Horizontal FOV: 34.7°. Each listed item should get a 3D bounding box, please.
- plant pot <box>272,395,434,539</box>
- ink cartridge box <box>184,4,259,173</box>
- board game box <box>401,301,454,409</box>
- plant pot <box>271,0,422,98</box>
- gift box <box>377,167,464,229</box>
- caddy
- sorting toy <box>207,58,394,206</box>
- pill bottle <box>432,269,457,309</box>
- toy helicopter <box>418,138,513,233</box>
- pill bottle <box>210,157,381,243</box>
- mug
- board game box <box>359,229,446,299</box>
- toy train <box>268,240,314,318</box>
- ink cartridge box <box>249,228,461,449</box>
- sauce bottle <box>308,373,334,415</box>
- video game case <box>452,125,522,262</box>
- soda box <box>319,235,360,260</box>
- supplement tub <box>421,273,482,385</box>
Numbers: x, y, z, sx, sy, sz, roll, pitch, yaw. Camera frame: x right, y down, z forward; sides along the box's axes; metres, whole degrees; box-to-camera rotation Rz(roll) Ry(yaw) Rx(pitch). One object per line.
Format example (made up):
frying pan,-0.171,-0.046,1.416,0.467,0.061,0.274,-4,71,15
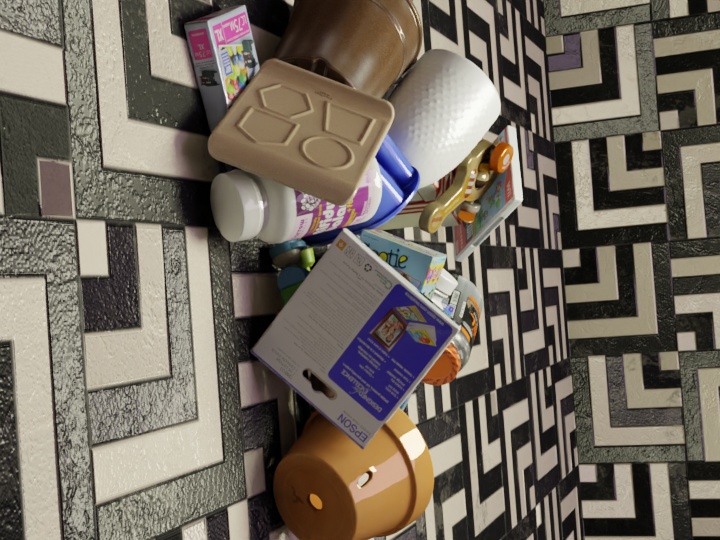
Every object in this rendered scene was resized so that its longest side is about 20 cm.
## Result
plant pot,-0.021,0.277,1.520,0.140,0.198,0.202,-28,113,-51
ink cartridge box,-0.158,-0.222,1.448,0.119,0.041,0.202,-50,134,-62
board game box,0.077,0.160,1.851,0.201,0.045,0.152,-66,173,26
plant pot,-0.035,-0.288,1.604,0.199,0.198,0.201,-65,145,-40
gift box,0.084,-0.157,1.880,0.184,0.185,0.202,37,50,-63
caddy,-0.012,-0.106,1.608,0.105,0.198,0.142,54,36,-28
sorting toy,-0.069,-0.167,1.400,0.201,0.183,0.037,-65,174,-46
pill bottle,0.050,0.074,1.673,0.201,0.109,0.109,-54,160,9
toy helicopter,0.154,-0.119,1.788,0.200,0.078,0.133,-43,149,-31
pill bottle,-0.080,-0.096,1.424,0.198,0.112,0.114,-16,103,-33
mug,0.080,-0.220,1.709,0.176,0.199,0.148,-51,142,-21
board game box,0.028,0.058,1.531,0.103,0.104,0.202,-8,118,-75
toy train,-0.068,0.022,1.606,0.200,0.084,0.117,14,56,-76
ink cartridge box,-0.007,0.086,1.463,0.201,0.198,0.043,-51,171,8
sauce bottle,-0.043,0.194,1.637,0.065,0.064,0.202,-45,126,-64
video game case,0.203,-0.123,1.894,0.200,0.017,0.144,131,-35,-51
soda box,0.000,0.000,1.709,0.064,0.068,0.200,53,4,11
supplement tub,0.149,0.108,2.092,0.201,0.121,0.123,-67,146,-51
